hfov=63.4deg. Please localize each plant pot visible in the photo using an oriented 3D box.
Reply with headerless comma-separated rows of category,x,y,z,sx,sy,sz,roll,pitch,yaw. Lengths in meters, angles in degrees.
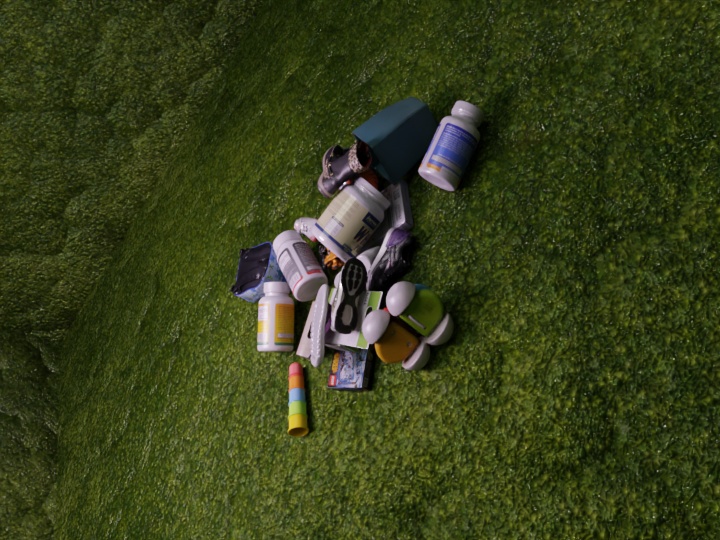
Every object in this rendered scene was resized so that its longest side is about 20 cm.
plant pot,0.109,-0.375,1.621,0.199,0.142,0.142,-40,38,-1

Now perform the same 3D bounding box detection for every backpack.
backpack,-0.308,0.007,1.911,0.198,0.145,0.188,-19,55,47

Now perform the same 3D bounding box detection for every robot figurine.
robot figurine,-0.063,-0.094,1.749,0.143,0.057,0.205,-25,51,40

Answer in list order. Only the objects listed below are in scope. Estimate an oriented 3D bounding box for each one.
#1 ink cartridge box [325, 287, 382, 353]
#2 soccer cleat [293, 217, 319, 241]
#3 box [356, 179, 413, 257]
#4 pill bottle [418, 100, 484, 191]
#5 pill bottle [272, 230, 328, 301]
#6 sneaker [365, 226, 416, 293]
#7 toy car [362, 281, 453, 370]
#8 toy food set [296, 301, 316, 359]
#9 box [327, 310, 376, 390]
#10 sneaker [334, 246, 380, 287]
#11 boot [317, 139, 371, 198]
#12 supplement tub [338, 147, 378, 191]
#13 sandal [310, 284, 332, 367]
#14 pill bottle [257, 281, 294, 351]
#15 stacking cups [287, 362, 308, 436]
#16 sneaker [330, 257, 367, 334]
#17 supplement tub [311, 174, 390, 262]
ink cartridge box,-0.009,0.131,1.484,0.197,0.075,0.152,2,70,48
soccer cleat,-0.163,-0.133,1.816,0.200,0.083,0.070,-159,88,-77
box,0.058,-0.143,1.647,0.198,0.041,0.159,-33,47,33
pill bottle,0.235,-0.316,1.475,0.111,0.111,0.204,27,90,52
pill bottle,-0.187,-0.018,1.773,0.114,0.113,0.202,-45,56,22
sneaker,0.082,-0.008,1.520,0.086,0.075,0.205,24,95,39
toy car,0.109,0.115,1.358,0.201,0.173,0.151,-50,15,18
toy food set,-0.126,0.172,1.608,0.200,0.059,0.147,114,173,-79
box,-0.015,0.212,1.537,0.135,0.039,0.205,-10,62,46
sneaker,0.000,0.000,1.624,0.089,0.075,0.200,-45,2,-40
boot,-0.037,-0.298,1.576,0.149,0.073,0.203,-30,29,34
supplement tub,-0.022,-0.281,1.733,0.124,0.121,0.201,-55,30,11
sandal,-0.093,0.140,1.478,0.082,0.049,0.209,176,102,-66
pill bottle,-0.256,0.141,1.770,0.111,0.111,0.206,-9,78,46
stacking cups,-0.179,0.361,1.642,0.060,0.060,0.204,-37,41,30
sneaker,-0.042,0.064,1.452,0.088,0.076,0.205,-26,44,58
supplement tub,-0.024,-0.141,1.584,0.202,0.144,0.145,-52,39,3
